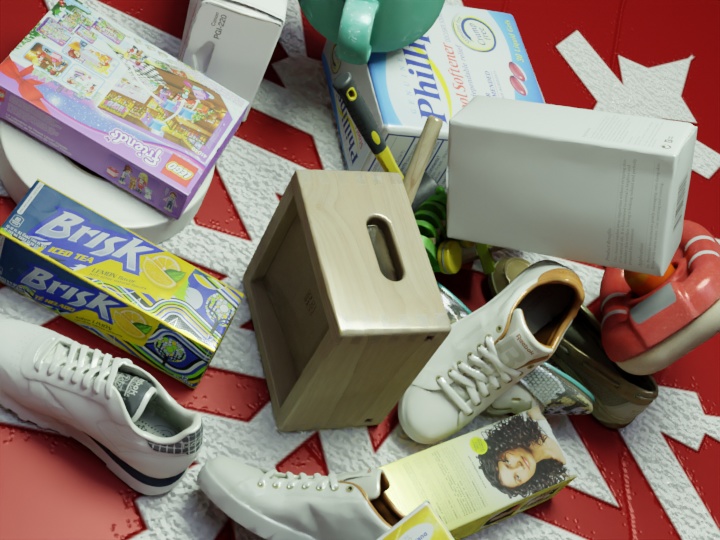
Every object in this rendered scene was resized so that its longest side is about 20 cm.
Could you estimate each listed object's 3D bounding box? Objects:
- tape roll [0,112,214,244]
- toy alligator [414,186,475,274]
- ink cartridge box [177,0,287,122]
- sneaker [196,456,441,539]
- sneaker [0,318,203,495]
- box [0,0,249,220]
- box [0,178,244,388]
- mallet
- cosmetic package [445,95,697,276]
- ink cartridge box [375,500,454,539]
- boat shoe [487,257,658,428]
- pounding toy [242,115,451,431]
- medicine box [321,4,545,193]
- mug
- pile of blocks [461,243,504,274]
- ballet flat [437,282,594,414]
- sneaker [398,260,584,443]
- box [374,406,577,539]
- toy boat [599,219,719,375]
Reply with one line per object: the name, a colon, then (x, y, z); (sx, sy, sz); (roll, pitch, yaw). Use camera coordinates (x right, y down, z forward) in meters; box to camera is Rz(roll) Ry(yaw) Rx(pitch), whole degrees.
tape roll: (-0.229, -0.112, 1.118); (0.199, 0.037, 0.205); (13, 52, -17)
toy alligator: (0.077, -0.050, 1.149); (0.058, 0.055, 0.201); (0, 38, 31)
ink cartridge box: (-0.121, -0.272, 1.216); (0.083, 0.146, 0.202); (16, 51, -12)
sneaker: (-0.027, 0.176, 0.954); (0.197, 0.086, 0.073); (25, 8, 7)
sneaker: (-0.208, 0.088, 0.953); (0.198, 0.081, 0.077); (30, 50, -1)
box: (-0.214, -0.148, 1.101); (0.198, 0.039, 0.138); (30, 48, -3)
box: (-0.202, 0.011, 1.023); (0.198, 0.065, 0.071); (29, 48, -3)
mallet: (0.013, -0.102, 1.145); (0.066, 0.200, 0.041); (-45, 48, -1)
cosmetic package: (0.175, -0.076, 1.056); (0.197, 0.115, 0.081); (14, 30, 23)
ink cartridge box: (0.028, 0.304, 0.865); (0.197, 0.047, 0.201); (-37, 71, -2)
boat shoe: (0.204, 0.058, 1.189); (0.073, 0.063, 0.202); (-25, 70, -37)
pounding toy: (0.000, 0.000, 1.050); (0.140, 0.185, 0.203); (0, 56, -26)
medicine box: (0.077, -0.175, 1.272); (0.197, 0.103, 0.185); (3, 55, -25)
mug: (0.001, -0.275, 1.171); (0.152, 0.115, 0.185); (40, 62, 18)
pile of blocks: (0.152, -0.042, 1.204); (0.198, 0.063, 0.082); (-30, 32, -12)
ballet flat: (0.118, 0.090, 1.132); (0.199, 0.072, 0.072); (35, 48, 2)
sneaker: (0.109, 0.069, 1.050); (0.073, 0.085, 0.200); (43, 90, -8)
box: (0.087, 0.183, 1.049); (0.198, 0.050, 0.076); (-17, 65, -34)
toy boat: (0.261, -0.002, 1.133); (0.131, 0.130, 0.200); (52, 18, -6)
